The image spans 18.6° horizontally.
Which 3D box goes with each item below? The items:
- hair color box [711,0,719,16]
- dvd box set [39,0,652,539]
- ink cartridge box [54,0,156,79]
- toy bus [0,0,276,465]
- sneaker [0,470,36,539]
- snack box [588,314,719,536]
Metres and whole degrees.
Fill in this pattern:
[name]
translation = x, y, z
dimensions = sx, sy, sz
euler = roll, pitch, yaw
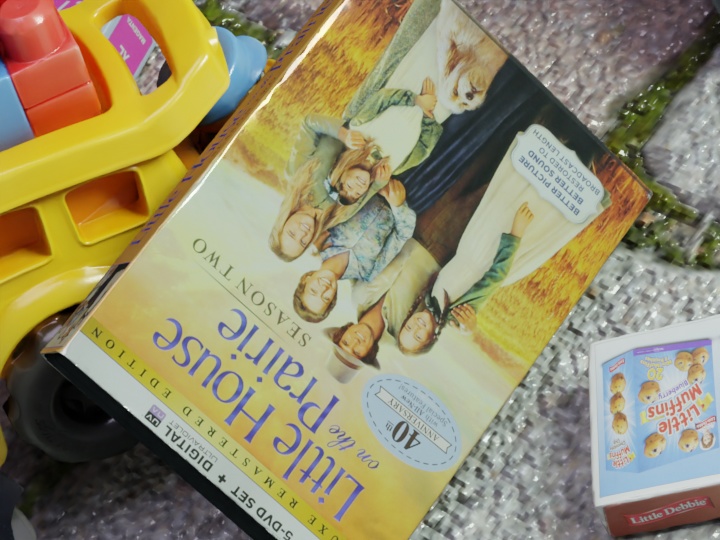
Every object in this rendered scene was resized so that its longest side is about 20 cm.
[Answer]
[hair color box]
translation = 0.164, -0.187, 0.919
dimensions = 0.099, 0.061, 0.201
euler = -26, 46, 9
[dvd box set]
translation = 0.000, 0.000, 0.802
dimensions = 0.200, 0.146, 0.029
euler = -52, 15, -18
[ink cartridge box]
translation = -0.187, -0.049, 1.018
dimensions = 0.119, 0.042, 0.201
euler = 6, 59, 33
[toy bus]
translation = -0.096, -0.050, 0.844
dimensions = 0.199, 0.193, 0.136
euler = -22, 39, -11
[sneaker]
translation = -0.179, 0.134, 0.830
dimensions = 0.129, 0.080, 0.199
euler = -35, 34, 11
[snack box]
translation = 0.175, 0.038, 0.749
dimensions = 0.199, 0.024, 0.072
euler = -13, 49, 19
